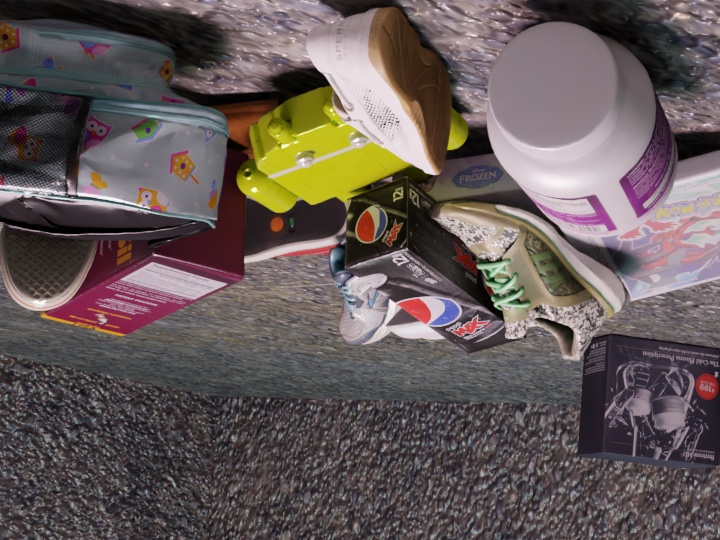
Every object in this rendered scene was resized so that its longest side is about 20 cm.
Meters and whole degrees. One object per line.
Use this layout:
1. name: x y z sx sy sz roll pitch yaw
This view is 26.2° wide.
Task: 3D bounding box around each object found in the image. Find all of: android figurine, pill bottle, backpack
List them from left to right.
1. backpack: -0.190 -0.093 1.100 0.199 0.154 0.176 15 176 -7
2. android figurine: -0.010 -0.097 1.213 0.181 0.041 0.200 -18 164 14
3. pill bottle: 0.147 -0.095 1.039 0.112 0.113 0.200 2 170 18

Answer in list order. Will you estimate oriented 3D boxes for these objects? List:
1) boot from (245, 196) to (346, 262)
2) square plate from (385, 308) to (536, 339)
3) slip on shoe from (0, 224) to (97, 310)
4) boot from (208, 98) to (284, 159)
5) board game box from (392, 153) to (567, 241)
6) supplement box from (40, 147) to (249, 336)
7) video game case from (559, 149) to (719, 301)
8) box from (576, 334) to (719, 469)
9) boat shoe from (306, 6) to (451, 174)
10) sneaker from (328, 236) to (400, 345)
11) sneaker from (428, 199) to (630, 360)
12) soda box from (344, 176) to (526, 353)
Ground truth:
1. boot: -0.069 -0.035 1.628 0.199 0.073 0.144 -3 169 25
2. square plate: 0.138 0.032 1.507 0.197 0.029 0.200 -8 -173 14
3. slip on shoe: -0.241 -0.032 1.201 0.074 0.200 0.061 3 127 -12
4. boot: -0.126 -0.104 1.327 0.199 0.069 0.188 -2 158 15
5. board game box: 0.152 -0.039 1.352 0.199 0.041 0.200 -8 152 21
6. supplement box: -0.181 -0.027 1.285 0.085 0.111 0.200 16 155 -34
7. video game case: 0.277 -0.037 1.285 0.199 0.023 0.182 -16 149 17
8. box: 0.448 0.205 2.384 0.199 0.183 0.104 7 170 -14
9. boat shoe: 0.015 -0.125 1.075 0.069 0.071 0.200 3 160 19
10. sneaker: 0.000 0.000 1.542 0.086 0.078 0.201 -11 140 -30
11. sneaker: 0.133 0.009 1.268 0.200 0.089 0.077 31 163 -22
12. soda box: 0.067 0.001 1.314 0.063 0.071 0.200 -17 147 30
